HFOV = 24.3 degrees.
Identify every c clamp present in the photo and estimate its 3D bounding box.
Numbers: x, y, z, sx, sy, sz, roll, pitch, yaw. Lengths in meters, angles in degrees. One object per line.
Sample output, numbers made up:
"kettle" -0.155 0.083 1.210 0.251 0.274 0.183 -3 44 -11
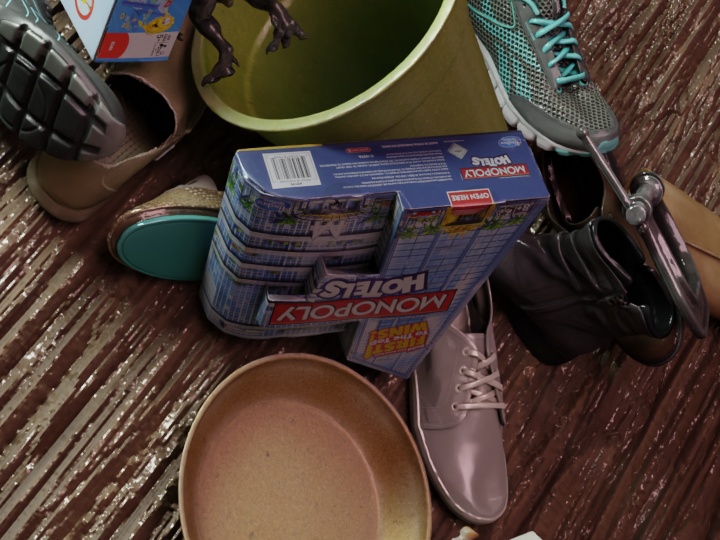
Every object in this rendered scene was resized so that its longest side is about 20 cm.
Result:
"c clamp" 0.222 -0.032 1.242 0.172 0.027 0.200 63 15 4

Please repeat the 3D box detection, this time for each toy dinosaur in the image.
"toy dinosaur" -0.083 -0.172 1.052 0.047 0.199 0.089 -27 96 -38

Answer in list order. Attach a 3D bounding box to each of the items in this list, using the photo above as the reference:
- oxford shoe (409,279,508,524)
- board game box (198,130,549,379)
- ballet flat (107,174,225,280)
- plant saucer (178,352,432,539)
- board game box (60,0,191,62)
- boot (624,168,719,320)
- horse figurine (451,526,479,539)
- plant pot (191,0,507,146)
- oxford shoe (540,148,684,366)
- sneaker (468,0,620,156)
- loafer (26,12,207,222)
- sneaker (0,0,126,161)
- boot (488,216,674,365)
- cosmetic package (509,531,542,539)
"oxford shoe" 0.075 0.082 1.213 0.075 0.058 0.202 0 76 -37
"board game box" 0.000 0.000 1.115 0.198 0.201 0.062 -6 54 -20
"ballet flat" -0.088 -0.030 1.143 0.198 0.071 0.066 7 44 -36
"plant saucer" -0.042 0.158 1.119 0.198 0.035 0.203 12 68 -32
"board game box" -0.151 -0.270 1.044 0.055 0.197 0.201 -6 52 -36
"boot" 0.295 0.032 1.382 0.199 0.066 0.177 26 49 -26
"horse figurine" 0.084 0.266 1.151 0.200 0.050 0.133 42 77 -29
"plant pot" 0.014 -0.123 1.153 0.190 0.198 0.202 52 47 -47
"oxford shoe" 0.186 -0.016 1.300 0.202 0.072 0.084 64 22 9
"sneaker" 0.134 -0.174 1.277 0.077 0.092 0.201 -22 63 -33
"loafer" -0.142 -0.112 1.118 0.076 0.067 0.201 43 56 -16
"sneaker" -0.214 -0.147 1.050 0.200 0.076 0.079 40 36 12
"boot" 0.138 -0.019 1.242 0.200 0.131 0.070 42 56 -16
"cosmetic package" 0.046 0.256 1.064 0.198 0.071 0.106 -20 111 -15
